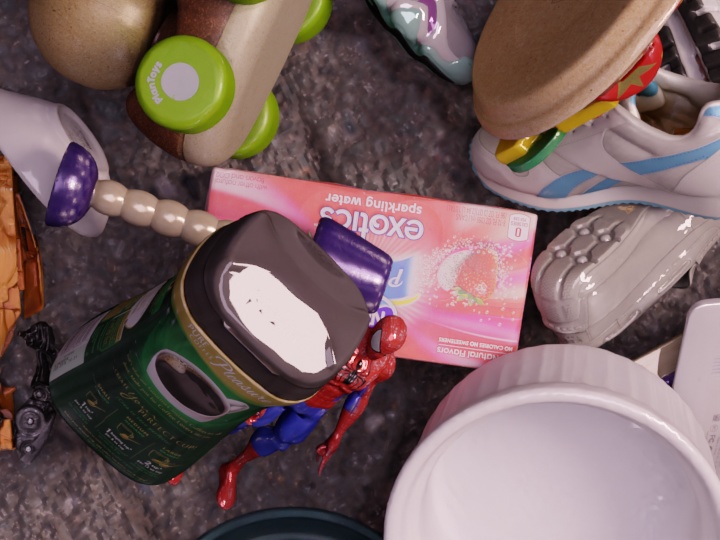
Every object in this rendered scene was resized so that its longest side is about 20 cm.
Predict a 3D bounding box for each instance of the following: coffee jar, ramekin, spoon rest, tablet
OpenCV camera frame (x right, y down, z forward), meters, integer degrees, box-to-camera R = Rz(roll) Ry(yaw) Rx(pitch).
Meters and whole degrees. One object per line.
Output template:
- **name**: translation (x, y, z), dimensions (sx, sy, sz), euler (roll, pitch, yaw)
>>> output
- **coffee jar**: translation (-0.086, 0.044, 1.314), dimensions (0.104, 0.200, 0.085), euler (44, 49, -12)
- **ramekin**: translation (0.117, 0.140, 1.361), dimensions (0.200, 0.098, 0.201), euler (3, 113, 6)
- **spoon rest**: translation (-0.214, -0.103, 1.427), dimensions (0.061, 0.099, 0.200), euler (-32, 78, 12)
- **tablet**: translation (0.243, 0.099, 1.419), dimensions (0.130, 0.014, 0.200), euler (-5, 124, -18)

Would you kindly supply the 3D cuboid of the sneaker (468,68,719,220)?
- **sneaker**: translation (0.153, -0.084, 1.404), dimensions (0.200, 0.077, 0.081), euler (2, 131, 33)

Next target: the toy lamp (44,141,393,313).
- **toy lamp**: translation (-0.080, -0.021, 1.348), dimensions (0.199, 0.058, 0.058), euler (17, 90, -3)

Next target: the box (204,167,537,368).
- **box**: translation (0.000, 0.000, 1.428), dimensions (0.199, 0.095, 0.103), euler (9, 91, -3)

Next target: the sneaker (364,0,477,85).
- **sneaker**: translation (0.047, -0.226, 1.434), dimensions (0.140, 0.078, 0.200), euler (-37, 93, -1)

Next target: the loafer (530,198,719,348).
- **loafer**: translation (0.184, -0.023, 1.437), dimensions (0.200, 0.070, 0.070), euler (-37, 126, -23)

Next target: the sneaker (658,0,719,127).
- **sneaker**: translation (0.212, -0.181, 1.453), dimensions (0.090, 0.078, 0.201), euler (-5, 75, -43)

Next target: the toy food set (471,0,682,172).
- **toy food set**: translation (0.139, -0.155, 1.367), dimensions (0.049, 0.198, 0.200), euler (36, 53, -23)

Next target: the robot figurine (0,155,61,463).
- **robot figurine**: translation (-0.253, 0.031, 1.436), dimensions (0.145, 0.058, 0.201), euler (-3, 91, -2)

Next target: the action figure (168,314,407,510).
- **action figure**: translation (-0.038, 0.081, 1.391), dimensions (0.065, 0.052, 0.200), euler (32, 129, -22)

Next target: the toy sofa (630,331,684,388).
- **toy sofa**: translation (0.215, 0.063, 1.445), dimensions (0.200, 0.083, 0.098), euler (-28, 92, -2)

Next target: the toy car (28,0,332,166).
- **toy car**: translation (-0.137, -0.167, 1.397), dimensions (0.200, 0.164, 0.158), euler (25, 90, 10)

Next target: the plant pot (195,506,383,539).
- **plant pot**: translation (-0.040, 0.252, 1.381), dimensions (0.200, 0.196, 0.201), euler (0, 92, -2)
